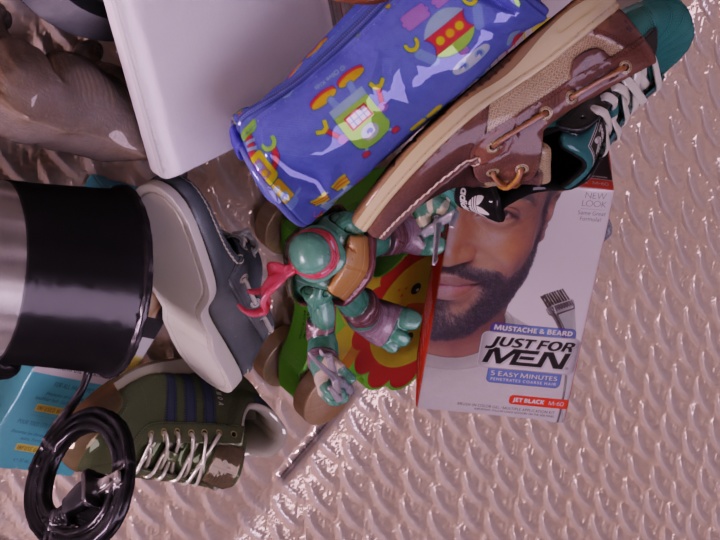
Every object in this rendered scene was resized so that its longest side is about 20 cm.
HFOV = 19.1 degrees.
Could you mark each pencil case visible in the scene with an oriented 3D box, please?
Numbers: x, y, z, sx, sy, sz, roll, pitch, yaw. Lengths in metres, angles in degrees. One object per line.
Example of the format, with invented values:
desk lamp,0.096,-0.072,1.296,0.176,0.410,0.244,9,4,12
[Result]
pencil case,0.012,-0.116,1.214,0.200,0.078,0.087,-41,124,10

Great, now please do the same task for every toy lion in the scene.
toy lion,0.017,0.009,1.536,0.191,0.069,0.201,-26,137,-30

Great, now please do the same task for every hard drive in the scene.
hard drive,-0.085,-0.168,1.224,0.131,0.027,0.201,-28,124,-23

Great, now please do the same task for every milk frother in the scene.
milk frother,-0.226,0.051,1.239,0.187,0.201,0.181,5,132,-27

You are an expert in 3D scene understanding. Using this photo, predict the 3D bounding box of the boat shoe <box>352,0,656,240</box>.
boat shoe,0.085,-0.077,1.237,0.200,0.072,0.072,-41,-177,1

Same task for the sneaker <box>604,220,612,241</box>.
sneaker,0.142,-0.090,1.518,0.079,0.095,0.201,-38,141,-13

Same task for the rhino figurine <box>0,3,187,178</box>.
rhino figurine,-0.158,-0.097,1.271,0.199,0.087,0.060,14,115,-45

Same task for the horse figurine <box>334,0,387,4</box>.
horse figurine,-0.046,-0.196,1.136,0.133,0.199,0.050,-60,179,-24

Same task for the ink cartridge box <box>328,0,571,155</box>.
ink cartridge box,0.049,-0.182,1.337,0.125,0.129,0.201,-29,137,-15

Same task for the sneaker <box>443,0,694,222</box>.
sneaker,0.136,-0.095,1.319,0.199,0.080,0.072,-34,140,-10

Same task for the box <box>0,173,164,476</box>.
box,-0.182,0.039,1.399,0.082,0.049,0.201,14,115,-45

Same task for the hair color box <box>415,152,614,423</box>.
hair color box,0.105,0.007,1.494,0.110,0.064,0.201,6,123,-3

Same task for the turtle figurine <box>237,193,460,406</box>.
turtle figurine,0.000,0.000,1.353,0.150,0.100,0.200,-55,167,7

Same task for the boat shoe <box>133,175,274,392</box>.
boat shoe,-0.096,-0.003,1.349,0.062,0.073,0.201,-45,148,-23

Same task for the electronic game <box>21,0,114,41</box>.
electronic game,-0.125,-0.226,1.219,0.199,0.042,0.201,-19,127,-28

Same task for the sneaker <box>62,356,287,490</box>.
sneaker,-0.116,0.109,1.429,0.067,0.090,0.200,-58,163,21
